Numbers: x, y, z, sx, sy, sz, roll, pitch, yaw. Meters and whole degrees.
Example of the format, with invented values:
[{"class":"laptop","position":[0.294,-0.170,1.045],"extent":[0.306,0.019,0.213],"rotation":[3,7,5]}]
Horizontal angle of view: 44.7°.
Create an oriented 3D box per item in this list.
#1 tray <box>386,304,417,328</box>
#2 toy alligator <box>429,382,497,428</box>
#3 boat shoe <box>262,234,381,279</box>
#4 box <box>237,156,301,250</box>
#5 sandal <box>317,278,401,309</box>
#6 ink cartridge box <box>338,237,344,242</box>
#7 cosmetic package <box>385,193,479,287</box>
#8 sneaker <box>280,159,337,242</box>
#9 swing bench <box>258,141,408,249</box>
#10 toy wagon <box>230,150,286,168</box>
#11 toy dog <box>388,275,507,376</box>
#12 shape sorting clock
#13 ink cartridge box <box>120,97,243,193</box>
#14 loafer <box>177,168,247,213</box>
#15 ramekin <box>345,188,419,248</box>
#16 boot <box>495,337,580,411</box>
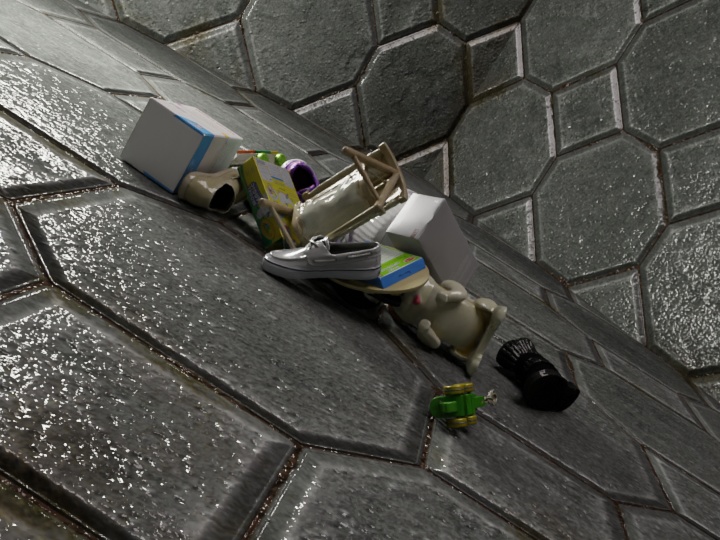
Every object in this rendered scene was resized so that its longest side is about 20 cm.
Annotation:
[{"class":"tray","position":[0.103,0.072,1.750],"extent":[0.107,0.022,0.200],"rotation":[32,12,-4]},{"class":"toy alligator","position":[0.147,0.198,1.298],"extent":[0.054,0.060,0.200],"rotation":[-8,-6,26]},{"class":"boat shoe","position":[-0.064,-0.027,1.459],"extent":[0.199,0.066,0.074],"rotation":[0,25,-8]},{"class":"box","position":[-0.149,-0.105,1.623],"extent":[0.117,0.048,0.201],"rotation":[14,48,-58]},{"class":"sandal","position":[-0.021,0.032,1.565],"extent":[0.200,0.048,0.075],"rotation":[21,15,13]},{"class":"ink cartridge box","position":[-0.098,-0.127,1.889],"extent":[0.146,0.084,0.200],"rotation":[30,12,-9]},{"class":"cosmetic package","position":[0.140,-0.041,1.671],"extent":[0.090,0.107,0.200],"rotation":[13,-33,43]},{"class":"sneaker","position":[-0.101,-0.131,1.732],"extent":[0.201,0.080,0.088],"rotation":[67,-14,0]},{"class":"swing bench","position":[-0.036,-0.124,1.565],"extent":[0.130,0.199,0.200],"rotation":[61,24,3]},{"class":"toy wagon","position":[-0.235,-0.232,1.862],"extent":[0.155,0.040,0.200],"rotation":[1,7,27]},{"class":"toy dog","position":[0.150,0.068,1.606],"extent":[0.199,0.140,0.194],"rotation":[28,18,0]},{"class":"shape sorting clock","position":[0.023,-0.003,1.553],"extent":[0.199,0.039,0.200],"rotation":[4,22,-2]},{"class":"ink cartridge box","position":[-0.324,-0.228,1.638],"extent":[0.128,0.125,0.200],"rotation":[34,12,11]},{"class":"loafer","position":[-0.253,-0.140,1.605],"extent":[0.068,0.076,0.200],"rotation":[37,22,17]},{"class":"ramekin","position":[0.080,-0.058,1.773],"extent":[0.200,0.201,0.105],"rotation":[23,13,-34]},{"class":"boot","position":[0.321,0.189,1.674],"extent":[0.158,0.079,0.211],"rotation":[48,9,33]}]
